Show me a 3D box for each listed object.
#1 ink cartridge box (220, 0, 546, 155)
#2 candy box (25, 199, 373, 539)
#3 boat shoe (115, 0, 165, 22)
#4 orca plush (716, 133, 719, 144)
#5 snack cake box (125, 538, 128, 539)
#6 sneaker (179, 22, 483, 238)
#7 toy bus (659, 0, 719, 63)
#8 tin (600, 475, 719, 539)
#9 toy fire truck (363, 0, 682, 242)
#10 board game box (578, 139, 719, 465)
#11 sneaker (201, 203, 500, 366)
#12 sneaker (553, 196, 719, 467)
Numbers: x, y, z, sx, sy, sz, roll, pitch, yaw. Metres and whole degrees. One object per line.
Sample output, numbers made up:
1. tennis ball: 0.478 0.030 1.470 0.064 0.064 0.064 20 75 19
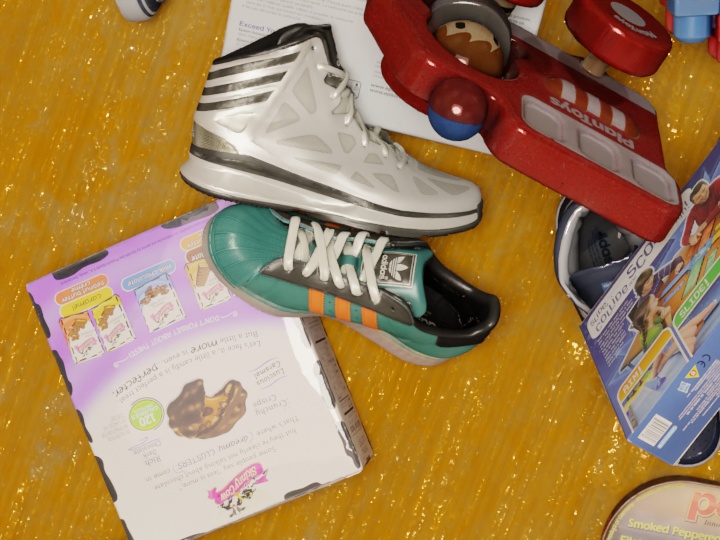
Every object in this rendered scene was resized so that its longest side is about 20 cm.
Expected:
1. ink cartridge box: 0.021 -0.187 0.975 0.195 0.043 0.201 14 119 -1
2. candy box: -0.105 0.068 1.037 0.167 0.072 0.201 -22 89 7
3. boat shoe: -0.121 -0.268 1.022 0.090 0.071 0.202 0 91 11
4. orca plush: 0.280 -0.074 0.958 0.071 0.105 0.201 -17 124 -25
5. snack cake box: -0.086 0.251 1.021 0.199 0.115 0.068 21 95 5
6. sneaker: -0.005 -0.091 0.966 0.199 0.076 0.116 10 103 -17
7. toy bus: 0.210 -0.228 0.938 0.134 0.200 0.194 -4 112 2
8. tin: 0.255 0.197 1.015 0.198 0.042 0.113 10 98 6
9. toy fire truck: 0.093 -0.107 0.892 0.199 0.168 0.112 28 118 -12
10. board game box: 0.203 -0.008 0.850 0.034 0.136 0.201 29 110 -16
11. sneaker: 0.000 0.000 0.976 0.199 0.080 0.072 21 63 -25
12. sneaker: 0.176 0.039 0.981 0.070 0.108 0.201 -24 90 8
